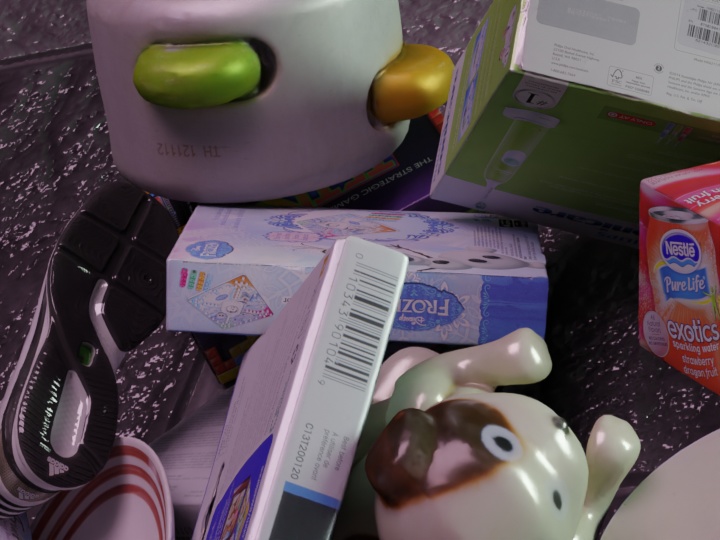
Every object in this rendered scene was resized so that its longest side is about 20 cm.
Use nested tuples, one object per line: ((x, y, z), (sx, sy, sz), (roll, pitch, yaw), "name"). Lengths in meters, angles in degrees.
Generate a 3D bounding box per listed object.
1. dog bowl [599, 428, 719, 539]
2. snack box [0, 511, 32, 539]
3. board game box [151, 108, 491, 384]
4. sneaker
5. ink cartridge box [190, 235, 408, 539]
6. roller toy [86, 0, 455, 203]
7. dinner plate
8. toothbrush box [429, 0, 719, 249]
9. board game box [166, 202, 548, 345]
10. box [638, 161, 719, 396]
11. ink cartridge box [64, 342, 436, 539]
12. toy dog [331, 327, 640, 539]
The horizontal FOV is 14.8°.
((0.209, 0.157, 1.291), (0.199, 0.079, 0.200), (-17, 36, 13), "dog bowl")
((-0.237, 0.194, 1.506), (0.142, 0.053, 0.200), (-44, 33, 13), "snack box")
((-0.030, -0.036, 1.706), (0.199, 0.057, 0.165), (-28, 34, -3), "board game box")
((-0.171, 0.047, 1.527), (0.115, 0.076, 0.201), (-33, 31, 47), "sneaker")
((-0.043, 0.105, 1.331), (0.200, 0.043, 0.199), (133, 155, -67), "ink cartridge box")
((-0.062, -0.120, 1.647), (0.199, 0.140, 0.182), (-19, 24, -26), "roller toy")
((-0.144, 0.185, 1.452), (0.200, 0.024, 0.201), (-40, 38, 40), "dinner plate")
((0.132, -0.091, 1.494), (0.145, 0.200, 0.086), (13, 69, -6), "toothbrush box")
((0.000, 0.000, 1.523), (0.198, 0.044, 0.200), (3, 10, 1), "board game box")
((0.247, -0.008, 1.399), (0.199, 0.096, 0.100), (-13, 25, -25), "box")
((-0.043, 0.097, 1.534), (0.200, 0.047, 0.160), (-34, 16, -35), "ink cartridge box")
((0.038, 0.110, 1.319), (0.194, 0.140, 0.200), (-32, -1, -17), "toy dog")
